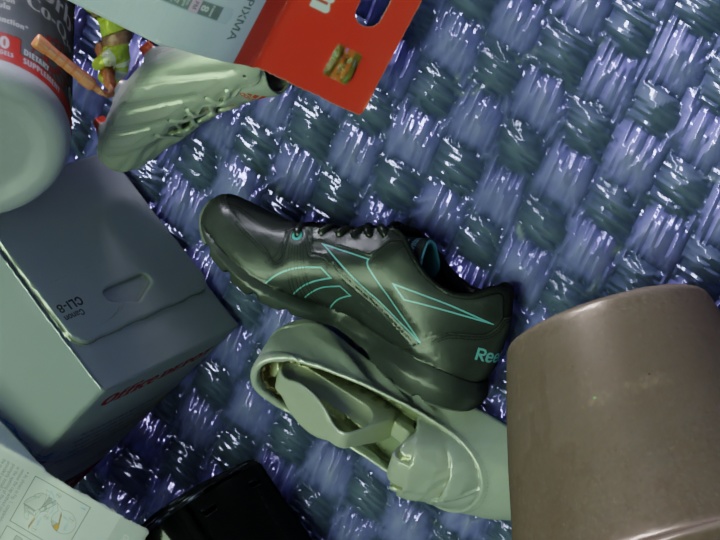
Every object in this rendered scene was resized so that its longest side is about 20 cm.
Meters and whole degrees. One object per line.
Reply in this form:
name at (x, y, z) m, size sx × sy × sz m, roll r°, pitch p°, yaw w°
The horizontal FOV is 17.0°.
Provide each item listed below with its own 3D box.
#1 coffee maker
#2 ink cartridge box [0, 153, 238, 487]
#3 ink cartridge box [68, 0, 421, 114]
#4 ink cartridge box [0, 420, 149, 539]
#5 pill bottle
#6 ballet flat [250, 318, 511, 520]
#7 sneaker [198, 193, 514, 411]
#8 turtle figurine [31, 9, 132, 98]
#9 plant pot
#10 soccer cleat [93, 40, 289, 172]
coffee maker at (-0.047, 0.218, 1.454) m, size 0.192 × 0.135 × 0.200 m, roll -39°, pitch 82°, yaw 11°
ink cartridge box at (-0.207, 0.051, 1.481) m, size 0.200 × 0.145 × 0.145 m, roll -43°, pitch 81°, yaw 33°
ink cartridge box at (-0.050, -0.185, 1.277) m, size 0.199 × 0.057 × 0.163 m, roll 26°, pitch 108°, yaw -11°
ink cartridge box at (-0.243, 0.156, 1.412) m, size 0.199 × 0.050 × 0.162 m, roll 29°, pitch 108°, yaw -7°
pill bottle at (-0.223, -0.139, 1.396) m, size 0.115 × 0.201 × 0.116 m, roll -3°, pitch 136°, yaw -3°
ballet flat at (0.018, 0.096, 1.397) m, size 0.199 × 0.069 × 0.070 m, roll 30°, pitch 119°, yaw 22°
sneaker at (0.000, 0.000, 1.386) m, size 0.199 × 0.075 × 0.080 m, roll 30°, pitch 109°, yaw 12°
turtle figurine at (-0.159, -0.200, 1.363) m, size 0.064 × 0.161 × 0.201 m, roll -28°, pitch 93°, yaw 18°
plant pot at (0.149, 0.107, 1.255) m, size 0.199 × 0.199 × 0.176 m, roll -26°, pitch 73°, yaw 35°
soccer cleat at (-0.085, -0.116, 1.402) m, size 0.078 × 0.069 × 0.200 m, roll 47°, pitch 121°, yaw 8°
